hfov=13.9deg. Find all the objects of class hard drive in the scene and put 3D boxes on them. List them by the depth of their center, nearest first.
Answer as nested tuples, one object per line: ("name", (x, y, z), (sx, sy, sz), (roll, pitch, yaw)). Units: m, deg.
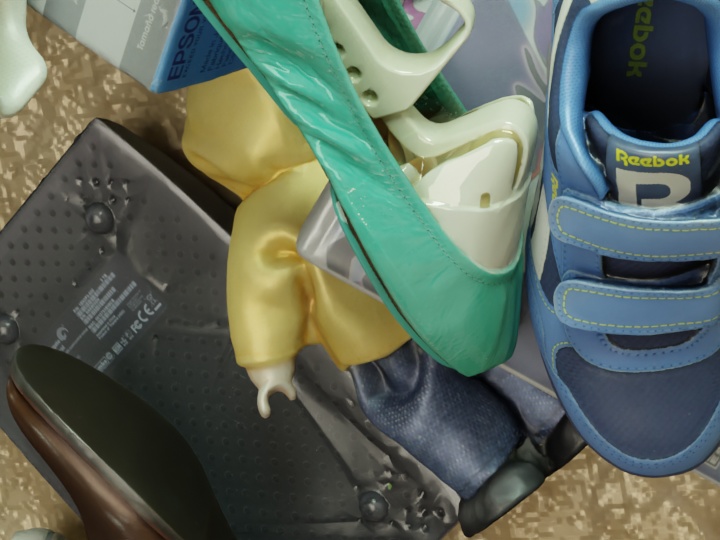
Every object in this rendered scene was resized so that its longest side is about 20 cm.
("hard drive", (-0.059, 0.050, 1.111), (0.200, 0.042, 0.135), (46, 118, 6))

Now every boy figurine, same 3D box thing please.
("boy figurine", (0.000, 0.000, 1.038), (0.200, 0.124, 0.064), (49, 162, 3))

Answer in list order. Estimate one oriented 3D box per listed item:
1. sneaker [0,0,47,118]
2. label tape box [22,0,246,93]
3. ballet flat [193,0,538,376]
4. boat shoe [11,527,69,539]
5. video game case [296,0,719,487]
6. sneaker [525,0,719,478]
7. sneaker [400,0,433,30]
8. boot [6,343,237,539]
("sneaker", (-0.140, -0.144, 0.937), (0.080, 0.076, 0.201), (11, 116, 27))
("label tape box", (-0.102, -0.172, 0.981), (0.199, 0.066, 0.144), (34, 120, 21))
("ballet flat", (0.013, -0.050, 0.915), (0.070, 0.067, 0.201), (-20, 117, 31))
("boat shoe", (-0.090, 0.194, 1.157), (0.068, 0.072, 0.201), (-12, 95, 8))
("video game case", (0.104, -0.046, 0.973), (0.181, 0.023, 0.201), (28, 109, -8))
("sneaker", (0.088, -0.021, 0.929), (0.073, 0.082, 0.201), (-4, 111, 2))
("sneaker", (-0.030, -0.133, 1.031), (0.088, 0.080, 0.201), (-35, 83, 34))
("boot", (-0.122, 0.151, 1.090), (0.200, 0.064, 0.187), (-41, 96, 20))
